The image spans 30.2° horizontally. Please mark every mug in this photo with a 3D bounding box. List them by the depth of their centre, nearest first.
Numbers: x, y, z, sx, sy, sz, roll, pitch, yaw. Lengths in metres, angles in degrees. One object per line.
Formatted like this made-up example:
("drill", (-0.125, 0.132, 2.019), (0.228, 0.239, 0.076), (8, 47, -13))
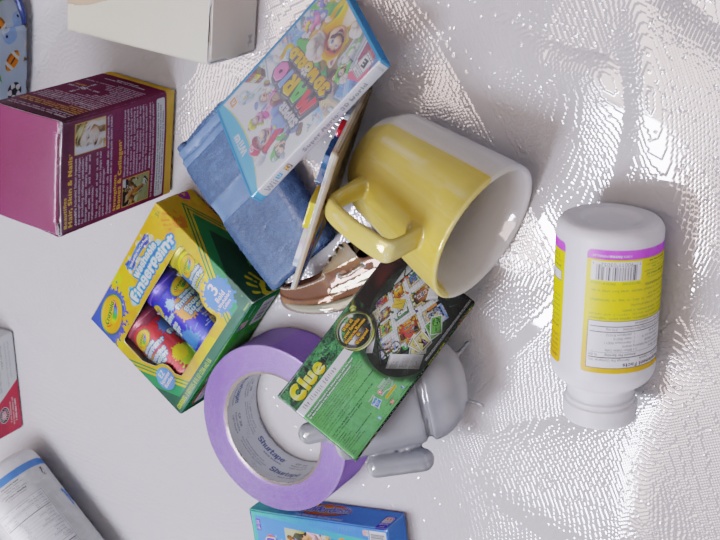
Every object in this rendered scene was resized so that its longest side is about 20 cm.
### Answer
("mug", (0.060, -0.081, 1.312), (0.153, 0.186, 0.150), (38, 98, 26))

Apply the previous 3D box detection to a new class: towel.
("towel", (-0.115, -0.088, 1.489), (0.111, 0.048, 0.201), (-38, 83, 33))

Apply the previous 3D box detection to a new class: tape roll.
("tape roll", (-0.085, 0.172, 1.549), (0.198, 0.065, 0.203), (11, 112, 30))

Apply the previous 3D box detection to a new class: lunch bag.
("lunch bag", (-0.486, -0.270, 1.647), (0.159, 0.075, 0.203), (21, 117, 28))

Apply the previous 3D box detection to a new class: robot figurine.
("robot figurine", (0.028, 0.132, 1.410), (0.197, 0.113, 0.172), (-14, 88, 2))

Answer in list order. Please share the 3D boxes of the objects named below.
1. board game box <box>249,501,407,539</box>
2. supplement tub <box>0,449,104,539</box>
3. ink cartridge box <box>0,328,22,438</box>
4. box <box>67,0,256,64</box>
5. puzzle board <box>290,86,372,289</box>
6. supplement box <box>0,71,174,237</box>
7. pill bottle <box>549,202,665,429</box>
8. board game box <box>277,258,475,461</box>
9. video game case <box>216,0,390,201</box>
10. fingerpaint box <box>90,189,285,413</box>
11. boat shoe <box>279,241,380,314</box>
("board game box", (-0.032, 0.356, 1.590), (0.197, 0.045, 0.155), (2, 108, 31))
("supplement tub", (-0.433, 0.355, 1.790), (0.201, 0.132, 0.132), (49, 125, 7))
("ink cartridge box", (-0.549, 0.173, 1.758), (0.082, 0.199, 0.148), (10, 112, 28))
("box", (-0.217, -0.287, 1.459), (0.197, 0.095, 0.079), (16, 114, 25))
("puzzle board", (-0.032, -0.090, 1.348), (0.017, 0.201, 0.152), (20, 118, 1))
("supplement box", (-0.309, -0.136, 1.503), (0.102, 0.199, 0.133), (18, 114, 25))
("pill bottle", (0.234, 0.045, 1.280), (0.103, 0.104, 0.203), (11, 112, 28))
("board game box", (0.016, 0.081, 1.351), (0.104, 0.023, 0.201), (38, 84, 7))
("video game case", (-0.064, -0.187, 1.371), (0.200, 0.018, 0.144), (-44, 48, 22))
("fingerpaint box", (-0.208, 0.038, 1.575), (0.167, 0.073, 0.201), (44, 124, 12))
("boat shoe", (0.000, 0.000, 1.437), (0.197, 0.076, 0.073), (-11, 97, 25))
